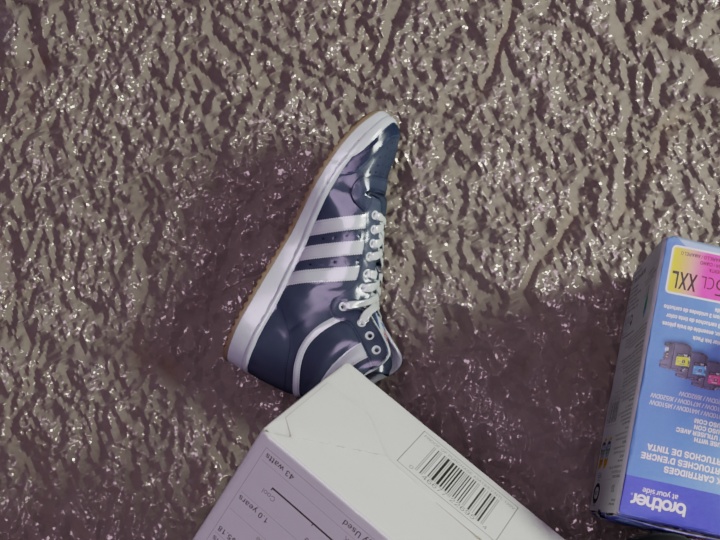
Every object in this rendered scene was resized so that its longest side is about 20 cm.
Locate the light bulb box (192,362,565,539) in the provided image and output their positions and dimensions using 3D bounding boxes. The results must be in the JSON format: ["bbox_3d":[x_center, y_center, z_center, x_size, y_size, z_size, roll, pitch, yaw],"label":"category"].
[{"bbox_3d":[-0.006,0.206,0.801,0.198,0.125,0.201,39,116,10],"label":"light bulb box"}]

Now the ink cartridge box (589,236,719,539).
[{"bbox_3d":[0.196,0.094,0.832,0.075,0.136,0.203,13,82,6],"label":"ink cartridge box"}]

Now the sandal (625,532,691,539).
[{"bbox_3d":[0.147,0.232,0.802,0.075,0.048,0.201,26,126,-9],"label":"sandal"}]

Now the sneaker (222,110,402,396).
[{"bbox_3d":[0.000,0.000,0.901,0.108,0.070,0.202,30,91,15],"label":"sneaker"}]
